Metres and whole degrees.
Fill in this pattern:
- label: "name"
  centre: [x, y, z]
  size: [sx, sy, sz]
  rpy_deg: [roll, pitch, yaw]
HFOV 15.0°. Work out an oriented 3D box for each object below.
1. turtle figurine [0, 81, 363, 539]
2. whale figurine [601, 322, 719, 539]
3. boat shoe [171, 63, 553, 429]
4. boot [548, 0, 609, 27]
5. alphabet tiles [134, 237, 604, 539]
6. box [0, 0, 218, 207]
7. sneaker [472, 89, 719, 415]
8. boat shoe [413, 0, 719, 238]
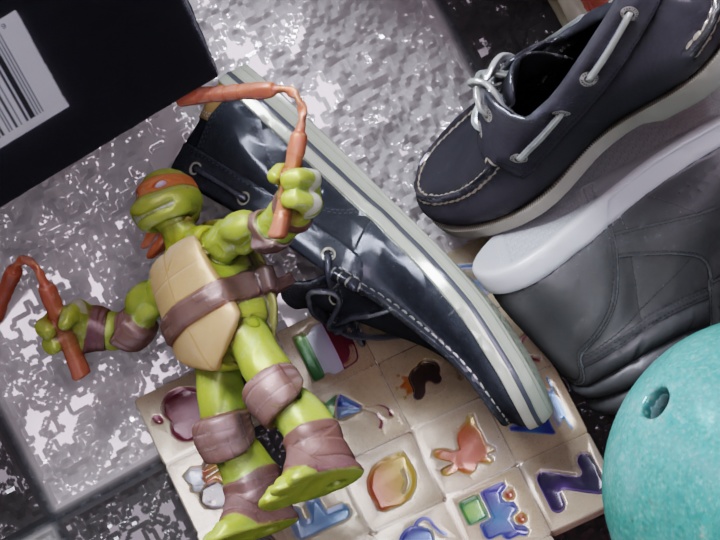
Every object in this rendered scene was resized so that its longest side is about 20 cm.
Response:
- label: "turtle figurine"
  centre: [-0.063, 0.026, 1.093]
  size: [0.199, 0.064, 0.162]
  rpy_deg: [-32, 73, 35]
- label: "whale figurine"
  centre: [0.162, 0.085, 1.031]
  size: [0.104, 0.200, 0.160]
  rpy_deg: [36, 91, -23]
- label: "boat shoe"
  centre: [0.000, 0.000, 1.129]
  size: [0.200, 0.075, 0.062]
  rpy_deg: [44, 89, 14]
- label: "boot"
  centre: [0.103, -0.167, 1.158]
  size: [0.107, 0.075, 0.201]
  rpy_deg: [-26, 82, 7]
- label: "alphabet tiles"
  centre: [0.020, 0.102, 1.125]
  size: [0.166, 0.008, 0.201]
  rpy_deg: [-24, 66, -6]
- label: "box"
  centre: [-0.191, -0.118, 1.063]
  size: [0.196, 0.118, 0.200]
  rpy_deg: [-31, 49, -6]
- label: "sneaker"
  centre: [0.145, -0.017, 1.156]
  size: [0.200, 0.071, 0.100]
  rpy_deg: [-37, 109, -18]
- label: "boat shoe"
  centre: [0.075, -0.077, 1.093]
  size: [0.062, 0.200, 0.073]
  rpy_deg: [27, 54, -25]
